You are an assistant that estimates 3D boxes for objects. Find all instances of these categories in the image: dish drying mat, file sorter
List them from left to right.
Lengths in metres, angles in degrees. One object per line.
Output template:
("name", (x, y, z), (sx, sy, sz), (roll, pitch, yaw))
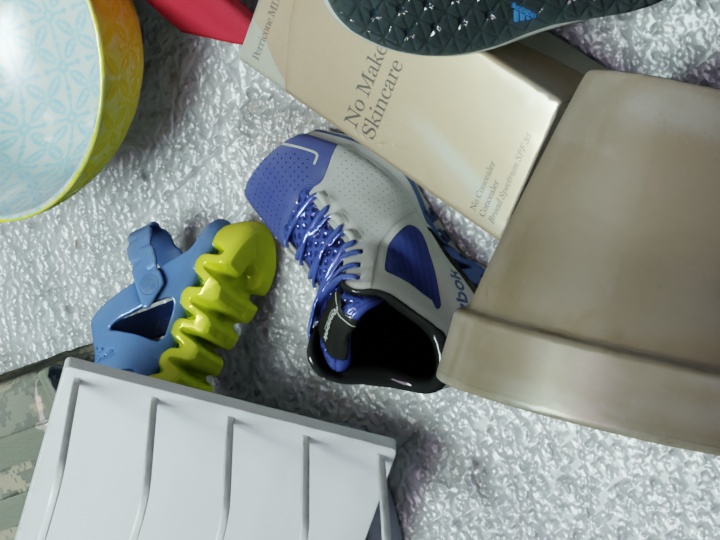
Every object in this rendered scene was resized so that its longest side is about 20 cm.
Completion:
("dish drying mat", (-0.125, -0.182, 1.339), (0.077, 0.200, 0.018), (17, 78, 32))
("file sorter", (-0.091, 0.161, 1.325), (0.199, 0.125, 0.139), (15, 115, -10))

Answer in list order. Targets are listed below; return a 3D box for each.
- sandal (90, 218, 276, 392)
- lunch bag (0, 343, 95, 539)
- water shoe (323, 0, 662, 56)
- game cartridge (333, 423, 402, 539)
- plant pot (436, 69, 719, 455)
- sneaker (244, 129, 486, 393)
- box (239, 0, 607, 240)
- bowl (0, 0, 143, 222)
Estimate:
("sandal", (-0.131, 0.050, 1.422), (0.087, 0.080, 0.201), (24, 77, 26))
("lunch bag", (-0.193, 0.161, 1.507), (0.164, 0.117, 0.201), (-18, 96, 37))
("water shoe", (0.079, -0.164, 1.227), (0.199, 0.079, 0.072), (-5, 125, 10))
("game cartridge", (-0.032, 0.192, 1.447), (0.133, 0.041, 0.201), (-1, 100, 32))
("plant pot", (0.153, -0.006, 1.191), (0.199, 0.200, 0.174), (12, 91, 33))
("sneaker", (0.001, 0.001, 1.329), (0.199, 0.115, 0.081), (43, 121, 20))
("box", (0.038, -0.112, 1.299), (0.200, 0.078, 0.095), (34, 119, 25))
("bowl", (-0.201, -0.137, 1.447), (0.199, 0.108, 0.201), (8, 105, 33))
